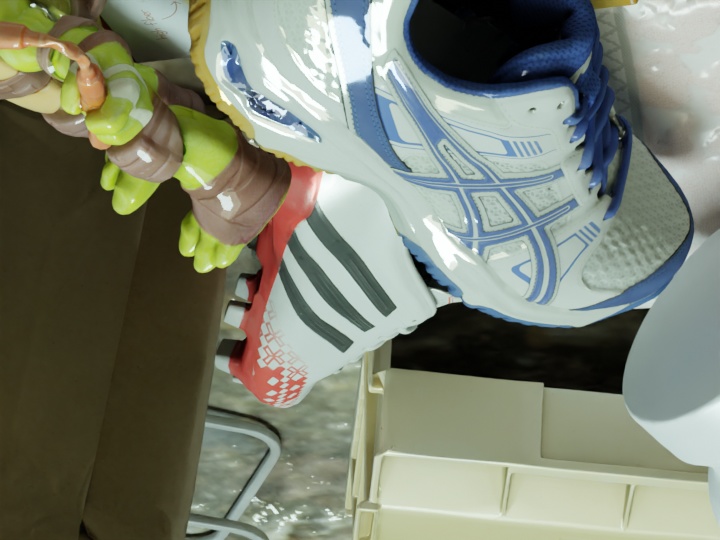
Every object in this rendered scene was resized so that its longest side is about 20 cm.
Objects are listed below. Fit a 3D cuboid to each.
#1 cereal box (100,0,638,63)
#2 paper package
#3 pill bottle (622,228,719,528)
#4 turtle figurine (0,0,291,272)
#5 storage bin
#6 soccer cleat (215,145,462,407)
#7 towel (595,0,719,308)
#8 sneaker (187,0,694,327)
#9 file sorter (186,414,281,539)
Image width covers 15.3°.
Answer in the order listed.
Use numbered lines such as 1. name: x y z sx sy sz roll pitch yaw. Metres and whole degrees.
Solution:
1. cereal box: -0.031 -0.119 0.772 0.199 0.040 0.144 -6 148 18
2. paper package: -0.108 0.063 0.936 0.103 0.191 0.200 10 147 -3
3. pill bottle: 0.189 0.072 0.888 0.200 0.116 0.116 40 137 -19
4. turtle figurine: -0.102 -0.066 0.772 0.200 0.065 0.161 16 167 44
5. storage bin: 0.094 0.094 1.053 0.199 0.094 0.199 6 148 0
6. soccer cleat: 0.000 0.000 0.924 0.085 0.069 0.200 15 151 2
7. towel: 0.129 -0.040 0.887 0.190 0.032 0.200 -1 149 10
8. sneaker: 0.045 -0.043 0.781 0.088 0.075 0.200 -21 145 39
9. file sorter: -0.110 0.166 1.099 0.124 0.201 0.139 11 148 -14
